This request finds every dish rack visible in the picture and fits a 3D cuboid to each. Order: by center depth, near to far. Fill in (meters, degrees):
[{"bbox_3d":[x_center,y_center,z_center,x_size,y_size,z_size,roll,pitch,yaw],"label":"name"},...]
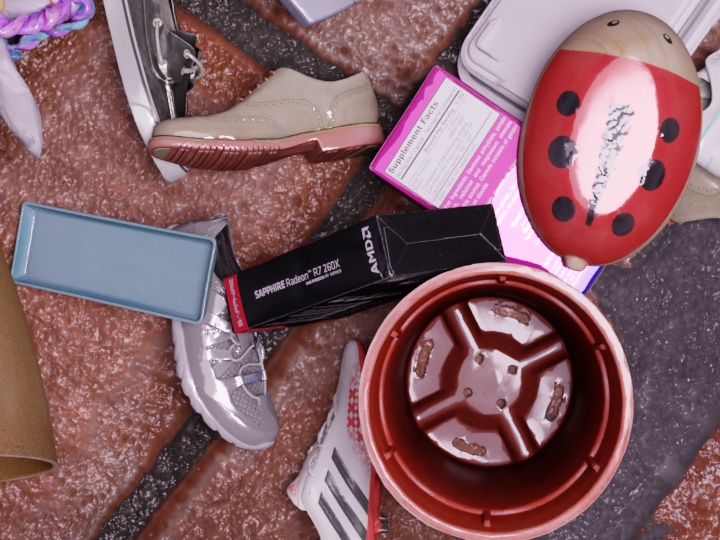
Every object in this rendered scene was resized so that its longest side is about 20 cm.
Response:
[{"bbox_3d":[0.182,-0.204,1.319,0.171,0.044,0.201,35,89,24],"label":"dish rack"}]

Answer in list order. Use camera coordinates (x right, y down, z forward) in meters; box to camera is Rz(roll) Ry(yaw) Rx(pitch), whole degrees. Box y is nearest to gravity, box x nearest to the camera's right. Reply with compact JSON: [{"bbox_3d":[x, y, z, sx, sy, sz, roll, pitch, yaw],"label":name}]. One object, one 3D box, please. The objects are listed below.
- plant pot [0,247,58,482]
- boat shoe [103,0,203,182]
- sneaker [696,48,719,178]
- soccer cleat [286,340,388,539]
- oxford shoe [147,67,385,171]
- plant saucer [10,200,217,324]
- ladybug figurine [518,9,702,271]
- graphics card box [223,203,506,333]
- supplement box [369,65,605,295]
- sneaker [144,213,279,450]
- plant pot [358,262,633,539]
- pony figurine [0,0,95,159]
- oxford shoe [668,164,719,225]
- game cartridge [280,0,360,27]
[{"bbox_3d":[-0.341,0.064,1.334,0.184,0.186,0.202,-5,78,3],"label":"plant pot"},{"bbox_3d":[-0.164,-0.175,1.361,0.063,0.071,0.202,-16,88,5],"label":"boat shoe"},{"bbox_3d":[0.308,-0.158,1.304,0.080,0.071,0.201,25,61,8],"label":"sneaker"},{"bbox_3d":[-0.019,0.159,1.362,0.084,0.069,0.202,-1,95,-1],"label":"soccer cleat"},{"bbox_3d":[-0.079,-0.124,1.345,0.198,0.071,0.075,-5,83,-23],"label":"oxford shoe"},{"bbox_3d":[-0.201,-0.007,1.355,0.198,0.019,0.071,11,92,29],"label":"plant saucer"},{"bbox_3d":[0.187,-0.097,1.238,0.134,0.072,0.202,12,93,4],"label":"ladybug figurine"},{"bbox_3d":[0.000,0.000,1.275,0.125,0.199,0.051,-7,82,-40],"label":"graphics card box"},{"bbox_3d":[0.115,-0.066,1.331,0.199,0.101,0.104,35,92,3],"label":"supplement box"},{"bbox_3d":[-0.109,0.049,1.349,0.081,0.075,0.202,-24,89,27],"label":"sneaker"},{"bbox_3d":[0.102,0.093,1.288,0.198,0.195,0.203,0,91,3],"label":"plant pot"},{"bbox_3d":[-0.313,-0.192,1.323,0.198,0.194,0.168,-5,124,3],"label":"pony figurine"},{"bbox_3d":[0.251,-0.076,1.341,0.198,0.070,0.075,21,99,5],"label":"oxford shoe"},{"bbox_3d":[-0.007,-0.298,1.336,0.200,0.041,0.133,-44,108,-12],"label":"game cartridge"}]
